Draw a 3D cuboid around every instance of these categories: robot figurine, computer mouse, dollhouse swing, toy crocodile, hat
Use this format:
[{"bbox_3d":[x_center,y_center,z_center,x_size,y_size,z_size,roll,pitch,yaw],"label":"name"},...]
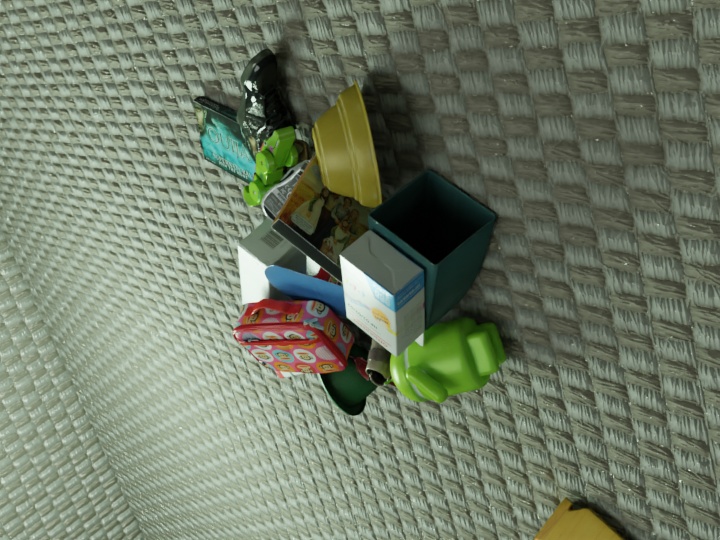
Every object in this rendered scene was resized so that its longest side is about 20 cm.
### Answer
[{"bbox_3d":[0.134,0.147,1.580,0.198,0.175,0.117,-18,99,27],"label":"robot figurine"},{"bbox_3d":[-0.090,-0.155,1.651,0.199,0.044,0.110,-35,108,27],"label":"computer mouse"},{"bbox_3d":[0.399,0.505,1.646,0.199,0.175,0.183,40,103,24],"label":"dollhouse swing"},{"bbox_3d":[-0.158,-0.179,1.679,0.062,0.067,0.201,53,147,20],"label":"toy crocodile"},{"bbox_3d":[0.028,0.170,1.827,0.175,0.165,0.203,-30,65,24],"label":"hat"}]

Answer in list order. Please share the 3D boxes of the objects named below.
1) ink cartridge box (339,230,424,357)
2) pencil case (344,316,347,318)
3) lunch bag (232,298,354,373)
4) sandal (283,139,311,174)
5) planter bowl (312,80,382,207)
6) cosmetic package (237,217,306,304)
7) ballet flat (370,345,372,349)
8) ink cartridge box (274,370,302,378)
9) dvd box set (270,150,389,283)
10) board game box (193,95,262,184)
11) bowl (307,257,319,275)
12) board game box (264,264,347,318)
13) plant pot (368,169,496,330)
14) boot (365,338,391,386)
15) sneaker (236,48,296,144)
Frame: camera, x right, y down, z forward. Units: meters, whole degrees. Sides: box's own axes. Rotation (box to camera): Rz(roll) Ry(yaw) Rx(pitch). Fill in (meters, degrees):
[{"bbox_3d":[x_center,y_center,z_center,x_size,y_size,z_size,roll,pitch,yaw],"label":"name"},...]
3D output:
[{"bbox_3d":[0.036,0.049,1.471,0.115,0.068,0.201,37,153,28],"label":"ink cartridge box"},{"bbox_3d":[0.000,0.000,1.691,0.082,0.092,0.201,16,142,-7],"label":"pencil case"},{"bbox_3d":[-0.125,0.111,1.744,0.197,0.083,0.177,-4,142,31],"label":"lunch bag"},{"bbox_3d":[-0.104,-0.147,1.737,0.080,0.054,0.203,33,135,39],"label":"sandal"},{"bbox_3d":[-0.027,-0.183,1.487,0.200,0.082,0.204,168,90,-87],"label":"planter bowl"},{"bbox_3d":[-0.160,-0.003,1.785,0.081,0.113,0.201,36,149,17],"label":"cosmetic package"},{"bbox_3d":[0.095,0.170,1.737,0.199,0.064,0.076,25,141,39],"label":"ballet flat"},{"bbox_3d":[-0.151,0.135,1.974,0.145,0.083,0.200,54,160,-4],"label":"ink cartridge box"},{"bbox_3d":[-0.043,-0.095,1.531,0.146,0.201,0.029,39,136,-12],"label":"dvd box set"},{"bbox_3d":[-0.244,-0.244,1.867,0.199,0.028,0.137,29,139,37],"label":"board game box"},{"bbox_3d":[-0.096,-0.003,1.866,0.200,0.039,0.203,34,141,32],"label":"bowl"},{"bbox_3d":[-0.067,0.025,1.667,0.197,0.039,0.158,18,160,16],"label":"board game box"},{"bbox_3d":[0.103,-0.016,1.504,0.141,0.141,0.202,38,147,26],"label":"plant pot"},{"bbox_3d":[0.044,0.104,1.641,0.069,0.148,0.201,11,153,20],"label":"boot"},{"bbox_3d":[-0.154,-0.288,1.670,0.114,0.076,0.200,45,149,15],"label":"sneaker"}]
